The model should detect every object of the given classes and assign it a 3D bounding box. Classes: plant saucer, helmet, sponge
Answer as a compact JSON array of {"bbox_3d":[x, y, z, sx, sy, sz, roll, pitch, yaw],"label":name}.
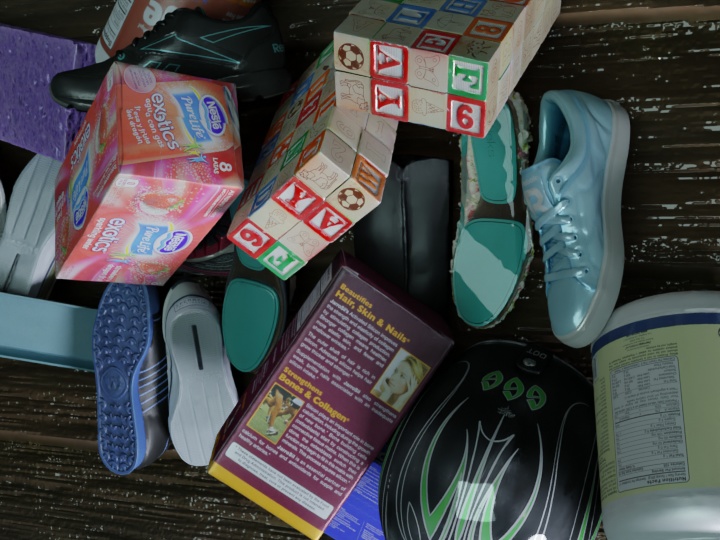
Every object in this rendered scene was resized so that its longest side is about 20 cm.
[{"bbox_3d":[-0.309,0.060,1.023,0.197,0.019,0.071,12,110,-22],"label":"plant saucer"},{"bbox_3d":[0.105,0.176,0.827,0.198,0.192,0.201,23,147,16],"label":"helmet"},{"bbox_3d":[-0.331,-0.180,1.010,0.198,0.030,0.113,20,107,37],"label":"sponge"}]

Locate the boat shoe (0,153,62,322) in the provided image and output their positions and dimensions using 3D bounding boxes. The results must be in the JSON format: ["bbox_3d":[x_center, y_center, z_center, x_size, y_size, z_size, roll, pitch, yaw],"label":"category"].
[{"bbox_3d":[-0.323,-0.042,1.045,0.071,0.062,0.202,27,93,7],"label":"boat shoe"}]

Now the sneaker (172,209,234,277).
[{"bbox_3d":[-0.191,-0.027,0.991,0.198,0.075,0.081,9,63,33],"label":"sneaker"}]

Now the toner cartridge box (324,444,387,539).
[{"bbox_3d":[-0.018,0.198,0.974,0.198,0.043,0.096,28,109,16],"label":"toner cartridge box"}]

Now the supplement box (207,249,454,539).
[{"bbox_3d":[-0.026,0.099,0.842,0.110,0.086,0.201,33,98,-8],"label":"supplement box"}]

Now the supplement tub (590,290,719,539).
[{"bbox_3d":[0.245,0.131,0.748,0.143,0.145,0.203,-10,63,25],"label":"supplement tub"}]

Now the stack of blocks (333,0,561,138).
[{"bbox_3d":[0.072,-0.185,0.768,0.114,0.201,0.059,15,133,19],"label":"stack of blocks"}]

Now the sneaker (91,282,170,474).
[{"bbox_3d":[-0.219,0.097,1.024,0.069,0.078,0.203,10,100,22],"label":"sneaker"}]

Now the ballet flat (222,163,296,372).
[{"bbox_3d":[-0.083,-0.003,0.922,0.072,0.073,0.203,15,120,20],"label":"ballet flat"}]

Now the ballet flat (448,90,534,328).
[{"bbox_3d":[0.116,-0.053,0.852,0.075,0.064,0.203,10,107,22],"label":"ballet flat"}]

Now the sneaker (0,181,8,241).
[{"bbox_3d":[-0.404,-0.049,1.091,0.119,0.073,0.203,53,144,44],"label":"sneaker"}]

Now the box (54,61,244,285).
[{"bbox_3d":[-0.176,-0.069,0.830,0.200,0.101,0.096,-38,53,53],"label":"box"}]

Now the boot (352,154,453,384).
[{"bbox_3d":[0.001,0.000,0.896,0.162,0.066,0.203,-1,105,-5],"label":"boot"}]

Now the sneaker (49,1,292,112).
[{"bbox_3d":[-0.158,-0.173,0.847,0.197,0.075,0.081,-8,103,-7],"label":"sneaker"}]

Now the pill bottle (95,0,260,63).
[{"bbox_3d":[-0.167,-0.212,0.918,0.112,0.112,0.201,38,113,12],"label":"pill bottle"}]

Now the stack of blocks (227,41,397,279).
[{"bbox_3d":[-0.028,-0.103,0.821,0.058,0.201,0.115,37,129,-20],"label":"stack of blocks"}]

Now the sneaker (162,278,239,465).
[{"bbox_3d":[-0.155,0.099,1.002,0.072,0.071,0.202,-2,123,-11],"label":"sneaker"}]

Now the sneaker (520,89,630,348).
[{"bbox_3d":[0.153,-0.044,0.790,0.074,0.081,0.203,150,131,-61],"label":"sneaker"}]
